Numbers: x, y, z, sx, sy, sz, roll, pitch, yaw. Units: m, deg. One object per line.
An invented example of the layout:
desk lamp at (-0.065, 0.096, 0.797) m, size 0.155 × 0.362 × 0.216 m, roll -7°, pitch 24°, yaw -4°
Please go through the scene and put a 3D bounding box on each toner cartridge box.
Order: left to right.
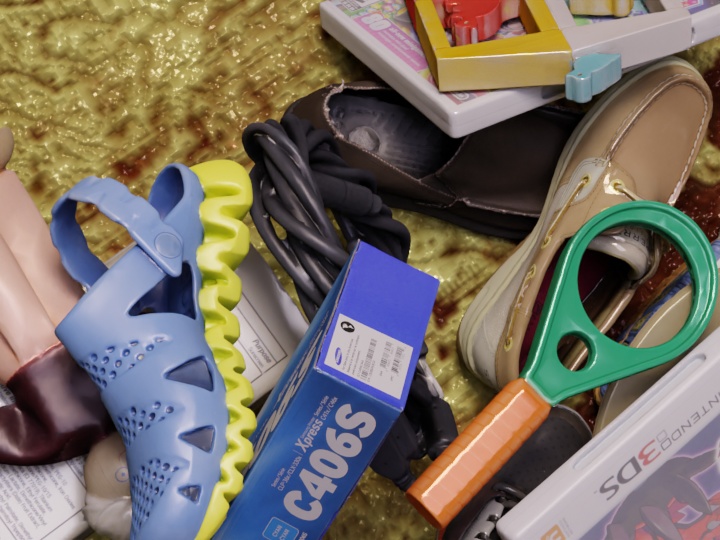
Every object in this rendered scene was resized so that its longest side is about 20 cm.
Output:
toner cartridge box at (-0.032, 0.090, 0.837) m, size 0.043 × 0.201 × 0.095 m, roll 27°, pitch 35°, yaw -4°

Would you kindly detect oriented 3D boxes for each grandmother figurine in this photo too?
grandmother figurine at (-0.143, 0.041, 0.863) m, size 0.121 × 0.061 × 0.201 m, roll -34°, pitch 84°, yaw -7°

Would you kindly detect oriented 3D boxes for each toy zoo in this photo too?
toy zoo at (0.090, -0.146, 0.981) m, size 0.130 × 0.021 × 0.201 m, roll -9°, pitch 36°, yaw -4°

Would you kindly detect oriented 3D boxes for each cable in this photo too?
cable at (0.000, 0.000, 0.925) m, size 0.050 × 0.164 × 0.201 m, roll -19°, pitch 122°, yaw 16°

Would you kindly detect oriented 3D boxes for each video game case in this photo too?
video game case at (0.097, -0.140, 1.005) m, size 0.199 × 0.018 × 0.143 m, roll -22°, pitch 39°, yaw -20°
video game case at (0.180, 0.142, 0.961) m, size 0.182 × 0.023 × 0.201 m, roll -39°, pitch 121°, yaw -12°

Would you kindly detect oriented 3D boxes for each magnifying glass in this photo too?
magnifying glass at (0.098, 0.046, 0.917) m, size 0.080 × 0.022 × 0.200 m, roll 45°, pitch 72°, yaw 0°

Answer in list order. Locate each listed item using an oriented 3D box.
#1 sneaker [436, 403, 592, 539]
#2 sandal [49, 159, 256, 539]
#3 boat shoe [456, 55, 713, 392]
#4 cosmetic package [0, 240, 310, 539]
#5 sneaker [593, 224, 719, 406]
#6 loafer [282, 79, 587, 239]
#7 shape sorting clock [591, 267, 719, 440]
sneaker at (0.067, 0.154, 0.961) m, size 0.077 × 0.082 × 0.201 m, roll 34°, pitch 74°, yaw -3°
sandal at (-0.095, 0.034, 0.821) m, size 0.086 × 0.080 × 0.201 m, roll 13°, pitch 51°, yaw -26°
boat shoe at (0.129, -0.016, 0.984) m, size 0.074 × 0.066 × 0.201 m, roll 27°, pitch 98°, yaw -27°
cosmetic package at (-0.128, 0.064, 0.936) m, size 0.199 × 0.087 × 0.104 m, roll -35°, pitch 86°, yaw -15°
sneaker at (0.213, 0.019, 1.023) m, size 0.088 × 0.075 × 0.200 m, roll 46°, pitch 74°, yaw 0°
loafer at (0.057, -0.061, 1.008) m, size 0.198 × 0.071 × 0.074 m, roll 3°, pitch 78°, yaw -11°
shape sorting clock at (0.205, 0.089, 0.994) m, size 0.198 × 0.039 × 0.202 m, roll -10°, pitch 111°, yaw -26°
